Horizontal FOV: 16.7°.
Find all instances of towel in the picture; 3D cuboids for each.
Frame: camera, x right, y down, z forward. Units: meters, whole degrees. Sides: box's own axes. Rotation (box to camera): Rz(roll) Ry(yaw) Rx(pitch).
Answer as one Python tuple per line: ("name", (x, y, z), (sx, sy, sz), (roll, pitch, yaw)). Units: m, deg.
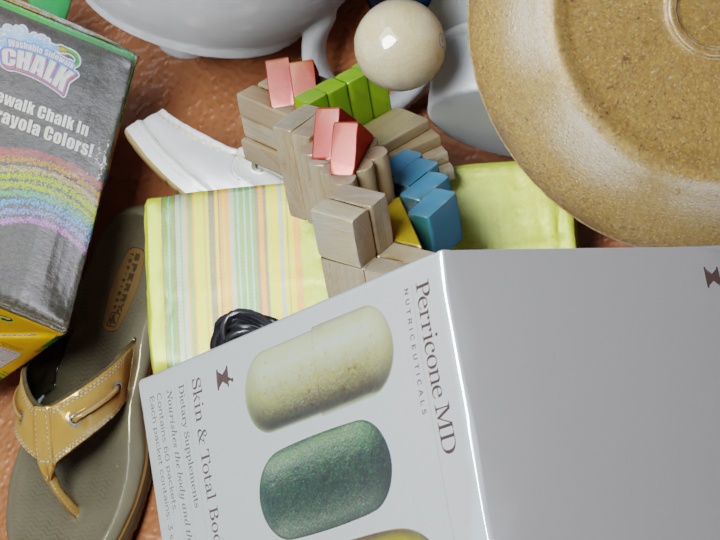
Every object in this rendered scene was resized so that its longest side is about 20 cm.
("towel", (0.000, 0.000, 1.108), (0.199, 0.018, 0.087), (-6, 75, 9))

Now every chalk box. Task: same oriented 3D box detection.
("chalk box", (-0.198, -0.063, 1.224), (0.124, 0.124, 0.201), (-31, 41, 56))

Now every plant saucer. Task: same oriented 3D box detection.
("plant saucer", (0.146, -0.107, 1.035), (0.199, 0.035, 0.202), (1, 84, -5))

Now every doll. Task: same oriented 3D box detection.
("doll", (0.016, -0.173, 1.069), (0.048, 0.137, 0.201), (4, 70, -2))

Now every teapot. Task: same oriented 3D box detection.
("teapot", (-0.072, -0.168, 1.205), (0.200, 0.196, 0.147), (-114, 31, -52))

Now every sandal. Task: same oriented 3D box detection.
("sandal", (-0.137, 0.058, 1.214), (0.080, 0.054, 0.201), (7, 76, 34))

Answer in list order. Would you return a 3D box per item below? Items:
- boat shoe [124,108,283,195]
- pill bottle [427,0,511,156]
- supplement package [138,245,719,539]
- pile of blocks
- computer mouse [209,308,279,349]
("boat shoe", (-0.026, -0.029, 1.170), (0.200, 0.071, 0.069), (36, 87, 24))
("pill bottle", (0.089, -0.159, 1.114), (0.113, 0.113, 0.201), (-1, 73, 32))
("supplement package", (0.038, 0.088, 0.939), (0.200, 0.150, 0.153), (-24, 72, 49))
("pile of blocks", (0.002, -0.053, 1.065), (0.082, 0.062, 0.200), (-16, 32, -9))
("computer mouse", (-0.037, 0.125, 1.068), (0.044, 0.109, 0.201), (151, 137, -73))
